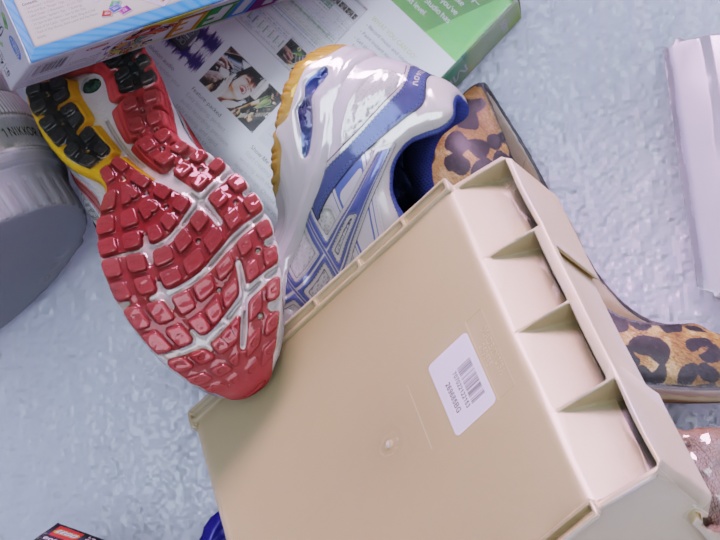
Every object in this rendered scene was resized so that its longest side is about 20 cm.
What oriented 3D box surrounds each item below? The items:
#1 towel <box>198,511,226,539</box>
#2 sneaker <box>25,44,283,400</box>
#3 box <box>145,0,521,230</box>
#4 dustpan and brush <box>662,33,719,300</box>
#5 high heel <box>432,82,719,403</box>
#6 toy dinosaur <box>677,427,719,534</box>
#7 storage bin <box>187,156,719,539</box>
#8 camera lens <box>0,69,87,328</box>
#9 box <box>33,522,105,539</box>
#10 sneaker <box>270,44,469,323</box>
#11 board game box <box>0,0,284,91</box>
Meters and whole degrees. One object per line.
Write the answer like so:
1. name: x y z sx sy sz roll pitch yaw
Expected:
1. towel: -0.006 0.201 0.899 0.198 0.050 0.149 24 87 11
2. sneaker: -0.085 -0.024 0.874 0.077 0.082 0.201 -27 59 -2
3. box: -0.036 -0.108 0.955 0.144 0.036 0.200 44 92 12
4. dustpan and brush: 0.253 -0.057 0.899 0.198 0.057 0.141 -10 68 13
5. high heel: 0.118 -0.013 0.899 0.198 0.071 0.144 7 85 15
6. toy dinosaur: 0.154 0.108 0.867 0.199 0.135 0.087 -21 83 39
7. storage bin: 0.039 0.089 0.791 0.198 0.093 0.201 -42 40 19
8. camera lens: -0.247 -0.062 0.915 0.160 0.160 0.201 -38 78 2
9. box: -0.107 0.234 0.878 0.135 0.038 0.202 17 105 15
10. sneaker: 0.000 0.000 0.883 0.087 0.075 0.202 14 110 20
11. board game box: -0.098 -0.178 0.878 0.199 0.034 0.135 -22 85 -30
